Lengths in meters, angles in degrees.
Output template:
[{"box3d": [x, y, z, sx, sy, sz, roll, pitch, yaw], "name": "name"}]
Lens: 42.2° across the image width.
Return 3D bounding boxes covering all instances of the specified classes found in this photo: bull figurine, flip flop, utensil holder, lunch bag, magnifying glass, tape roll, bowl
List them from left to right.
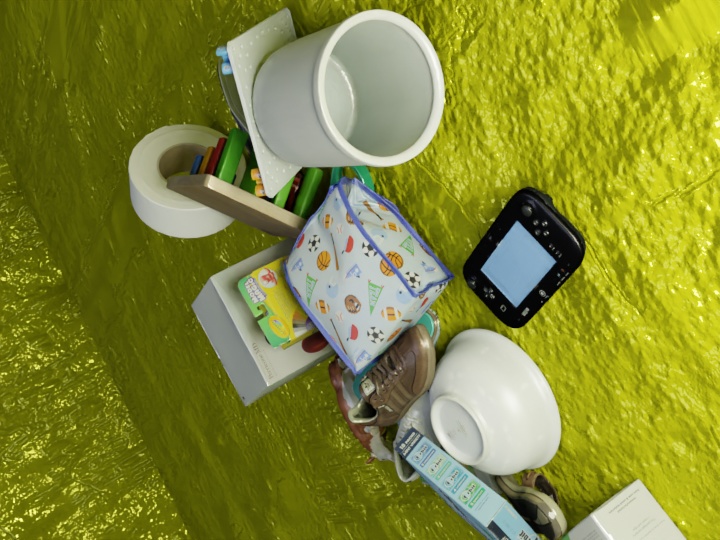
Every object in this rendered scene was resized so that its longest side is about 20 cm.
[{"box3d": [-0.292, -0.155, 1.580, 0.203, 0.200, 0.071, 48, 149, 26], "name": "tape roll"}, {"box3d": [-0.033, -0.104, 1.371, 0.081, 0.022, 0.200, 61, 152, 5], "name": "magnifying glass"}, {"box3d": [-0.022, -0.206, 1.118, 0.199, 0.168, 0.173, 5, 117, 60], "name": "utensil holder"}, {"box3d": [0.000, 0.000, 1.252, 0.200, 0.123, 0.171, 47, 123, 16], "name": "lunch bag"}, {"box3d": [0.006, 0.224, 1.518, 0.203, 0.064, 0.122, 61, 158, 10], "name": "bull figurine"}, {"box3d": [0.153, 0.185, 1.201, 0.200, 0.089, 0.205, 31, 133, 38], "name": "bowl"}, {"box3d": [0.228, 0.292, 1.199, 0.082, 0.057, 0.200, 53, 171, 1], "name": "flip flop"}]

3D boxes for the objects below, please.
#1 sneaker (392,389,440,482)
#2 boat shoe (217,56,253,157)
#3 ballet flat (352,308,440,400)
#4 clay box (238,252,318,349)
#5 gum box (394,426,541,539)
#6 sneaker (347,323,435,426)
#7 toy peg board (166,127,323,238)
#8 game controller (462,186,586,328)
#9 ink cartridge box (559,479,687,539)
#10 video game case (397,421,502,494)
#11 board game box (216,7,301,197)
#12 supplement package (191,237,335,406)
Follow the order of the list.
[{"box3d": [0.083, 0.232, 1.338, 0.072, 0.071, 0.203, 21, 137, 27], "name": "sneaker"}, {"box3d": [-0.172, -0.238, 1.442, 0.067, 0.071, 0.203, -16, 102, 61], "name": "boat shoe"}, {"box3d": [0.062, 0.116, 1.332, 0.075, 0.074, 0.200, 55, 128, 14], "name": "ballet flat"}, {"box3d": [-0.079, 0.030, 1.368, 0.116, 0.198, 0.048, 58, 151, 9], "name": "clay box"}, {"box3d": [0.153, 0.310, 1.240, 0.199, 0.045, 0.170, 30, 164, 52], "name": "gum box"}, {"box3d": [0.040, 0.151, 1.244, 0.071, 0.074, 0.202, 61, 148, 33], "name": "sneaker"}, {"box3d": [-0.161, -0.131, 1.396, 0.197, 0.100, 0.198, 25, 173, -27], "name": "toy peg board"}, {"box3d": [0.183, -0.010, 1.062, 0.105, 0.042, 0.201, 55, 151, 16], "name": "game controller"}, {"box3d": [0.328, 0.368, 1.077, 0.201, 0.086, 0.146, 54, 151, 21], "name": "ink cartridge box"}, {"box3d": [0.117, 0.244, 1.398, 0.199, 0.022, 0.185, -11, 103, 61], "name": "video game case"}, {"box3d": [-0.118, -0.227, 1.248, 0.025, 0.201, 0.204, -4, 115, 21], "name": "board game box"}, {"box3d": [-0.131, 0.073, 1.493, 0.194, 0.198, 0.147, 59, 151, 6], "name": "supplement package"}]
